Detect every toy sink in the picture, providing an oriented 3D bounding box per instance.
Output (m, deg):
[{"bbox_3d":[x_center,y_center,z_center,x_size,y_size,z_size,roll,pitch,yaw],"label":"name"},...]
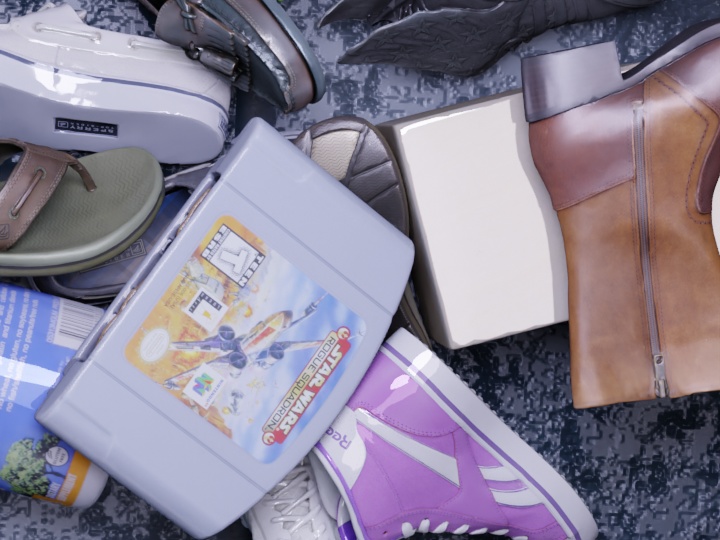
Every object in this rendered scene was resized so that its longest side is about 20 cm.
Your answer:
[{"bbox_3d":[0.123,-0.045,1.632,0.200,0.112,0.131,-15,95,-5],"label":"toy sink"}]

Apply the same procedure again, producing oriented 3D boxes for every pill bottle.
[{"bbox_3d":[-0.228,0.054,1.571,0.200,0.112,0.112,15,89,-10],"label":"pill bottle"}]

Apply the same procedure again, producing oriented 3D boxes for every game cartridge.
[{"bbox_3d":[-0.064,0.036,1.536,0.133,0.042,0.200,37,82,-14],"label":"game cartridge"}]

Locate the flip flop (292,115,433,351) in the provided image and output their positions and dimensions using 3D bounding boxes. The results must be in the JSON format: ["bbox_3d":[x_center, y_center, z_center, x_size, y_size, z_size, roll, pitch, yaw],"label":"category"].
[{"bbox_3d":[0.000,0.000,1.625,0.081,0.058,0.200,-12,121,10],"label":"flip flop"}]

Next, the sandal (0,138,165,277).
[{"bbox_3d":[-0.197,-0.037,1.545,0.201,0.080,0.057,-10,131,-24],"label":"sandal"}]

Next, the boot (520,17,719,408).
[{"bbox_3d":[0.191,-0.033,1.550,0.188,0.068,0.200,-12,95,-6],"label":"boot"}]

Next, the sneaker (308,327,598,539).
[{"bbox_3d":[0.044,0.127,1.622,0.114,0.073,0.200,-50,124,-4],"label":"sneaker"}]

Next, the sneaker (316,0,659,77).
[{"bbox_3d":[0.081,-0.154,1.645,0.200,0.104,0.060,-2,59,-42],"label":"sneaker"}]

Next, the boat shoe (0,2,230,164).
[{"bbox_3d":[-0.170,-0.113,1.605,0.200,0.071,0.070,8,59,-1],"label":"boat shoe"}]

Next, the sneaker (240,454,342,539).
[{"bbox_3d":[-0.033,0.149,1.627,0.075,0.081,0.200,-15,93,-8],"label":"sneaker"}]

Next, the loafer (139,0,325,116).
[{"bbox_3d":[-0.102,-0.149,1.580,0.063,0.072,0.200,-35,67,-21],"label":"loafer"}]

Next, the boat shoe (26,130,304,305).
[{"bbox_3d":[-0.091,-0.029,1.616,0.200,0.066,0.070,-16,95,-10],"label":"boat shoe"}]
